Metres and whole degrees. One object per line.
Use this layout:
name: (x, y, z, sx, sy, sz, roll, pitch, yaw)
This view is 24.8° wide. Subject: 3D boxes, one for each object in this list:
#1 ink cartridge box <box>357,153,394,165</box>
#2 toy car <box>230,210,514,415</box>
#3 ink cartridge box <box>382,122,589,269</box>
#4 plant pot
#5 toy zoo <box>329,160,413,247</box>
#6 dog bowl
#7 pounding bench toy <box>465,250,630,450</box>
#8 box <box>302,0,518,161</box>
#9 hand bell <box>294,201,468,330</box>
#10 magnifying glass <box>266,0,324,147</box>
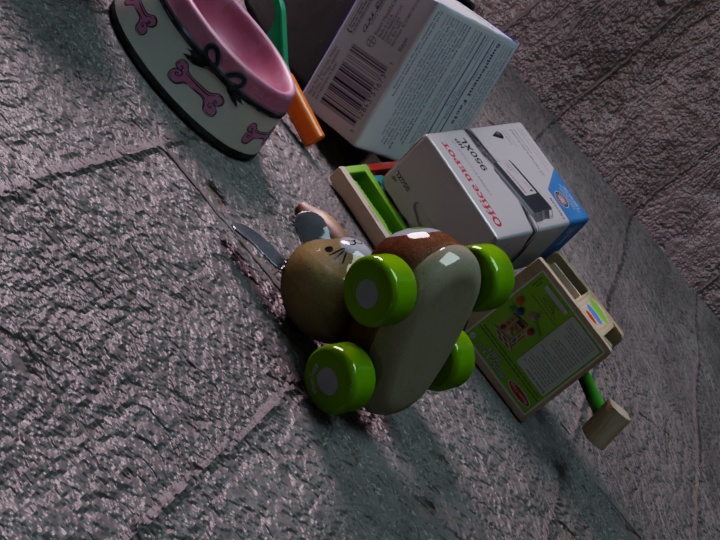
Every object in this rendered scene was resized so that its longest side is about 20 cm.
ink cartridge box: (0.093, -0.046, 1.908, 0.201, 0.047, 0.197, 53, 16, 13)
toy car: (-0.007, 0.005, 1.338, 0.200, 0.159, 0.163, 39, 27, 30)
ink cartridge box: (0.139, -0.077, 1.794, 0.199, 0.084, 0.145, -13, 64, -52)
plant pot: (-0.016, -0.310, 1.956, 0.177, 0.200, 0.199, 41, 10, 30)
toy zoo: (0.065, -0.064, 1.796, 0.199, 0.020, 0.132, -11, 62, -52)
dog bowl: (-0.141, -0.205, 1.553, 0.200, 0.074, 0.201, 47, 16, -17)
pounding bench toy: (0.221, 0.097, 1.787, 0.201, 0.124, 0.156, 52, 15, 7)
box: (0.057, -0.226, 1.863, 0.105, 0.185, 0.199, 39, 13, 30)
hand bell: (0.000, 0.000, 1.500, 0.200, 0.104, 0.104, 46, 11, 33)
magnifying glass: (-0.094, -0.227, 1.762, 0.202, 0.079, 0.022, 63, 13, 6)
